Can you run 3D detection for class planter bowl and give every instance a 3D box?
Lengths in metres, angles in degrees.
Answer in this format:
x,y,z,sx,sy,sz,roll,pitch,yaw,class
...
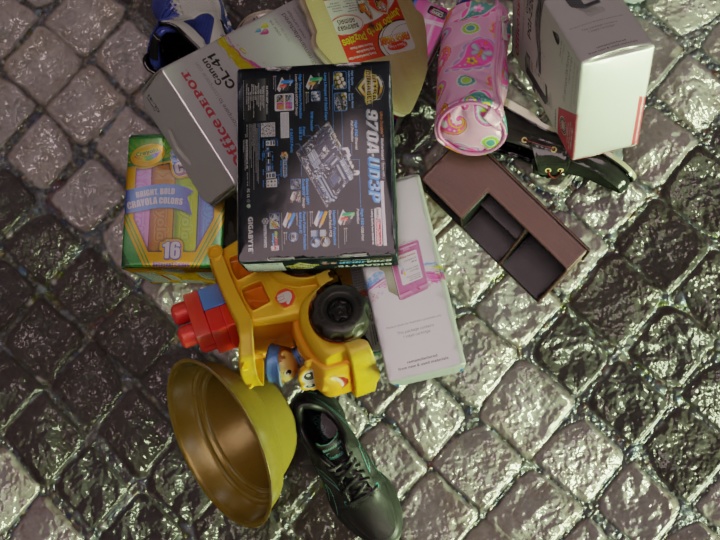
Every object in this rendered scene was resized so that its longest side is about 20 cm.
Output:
x,y,z,sx,sy,sz,roll,pitch,yaw,class
-0.130,0.178,1.066,0.083,0.200,0.202,-24,77,-36,planter bowl

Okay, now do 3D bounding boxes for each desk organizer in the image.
x,y,z,sx,sy,sz,roll,pitch,yaw,class
0.166,-0.061,1.103,0.077,0.072,0.200,-45,80,0,desk organizer

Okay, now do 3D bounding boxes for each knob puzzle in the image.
x,y,z,sx,sy,sz,roll,pitch,yaw,class
0.006,-0.269,1.085,0.030,0.218,0.223,-20,77,44,knob puzzle

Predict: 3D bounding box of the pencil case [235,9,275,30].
x,y,z,sx,sy,sz,roll,pitch,yaw,class
-0.102,-0.206,1.150,0.077,0.089,0.203,-5,80,-24,pencil case

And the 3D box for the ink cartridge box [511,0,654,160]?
x,y,z,sx,sy,sz,roll,pitch,yaw,class
0.238,-0.247,1.047,0.084,0.146,0.202,-14,52,-3,ink cartridge box

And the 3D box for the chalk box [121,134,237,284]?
x,y,z,sx,sy,sz,roll,pitch,yaw,class
-0.202,-0.091,1.118,0.122,0.124,0.203,0,80,5,chalk box

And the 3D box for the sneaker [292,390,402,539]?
x,y,z,sx,sy,sz,roll,pitch,yaw,class
-0.022,0.226,1.073,0.075,0.079,0.201,-34,81,-1,sneaker

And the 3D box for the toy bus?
x,y,z,sx,sy,sz,roll,pitch,yaw,class
-0.092,0.055,0.992,0.190,0.136,0.201,-22,63,-12,toy bus

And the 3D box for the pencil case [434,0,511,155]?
x,y,z,sx,sy,sz,roll,pitch,yaw,class
0.131,-0.225,1.083,0.086,0.088,0.202,5,51,6,pencil case

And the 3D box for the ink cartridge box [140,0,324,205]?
x,y,z,sx,sy,sz,roll,pitch,yaw,class
-0.114,-0.186,1.040,0.199,0.085,0.148,-37,97,-31,ink cartridge box

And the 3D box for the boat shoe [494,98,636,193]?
x,y,z,sx,sy,sz,roll,pitch,yaw,class
0.222,-0.136,1.109,0.200,0.074,0.064,28,84,14,boat shoe

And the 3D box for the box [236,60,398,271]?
x,y,z,sx,sy,sz,roll,pitch,yaw,class
-0.043,-0.104,0.944,0.157,0.046,0.203,-3,79,4,box

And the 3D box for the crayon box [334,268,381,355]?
x,y,z,sx,sy,sz,roll,pitch,yaw,class
0.000,0.000,1.119,0.124,0.052,0.203,-12,81,3,crayon box

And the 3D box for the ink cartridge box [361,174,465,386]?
x,y,z,sx,sy,sz,roll,pitch,yaw,class
0.049,0.015,1.013,0.084,0.145,0.203,-13,80,3,ink cartridge box

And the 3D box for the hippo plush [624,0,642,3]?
x,y,z,sx,sy,sz,roll,pitch,yaw,class
0.307,-0.405,1.128,0.198,0.159,0.163,4,101,-35,hippo plush

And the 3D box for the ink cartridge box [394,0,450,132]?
x,y,z,sx,sy,sz,roll,pitch,yaw,class
0.029,-0.246,1.165,0.094,0.037,0.202,26,87,8,ink cartridge box

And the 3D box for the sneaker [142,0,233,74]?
x,y,z,sx,sy,sz,roll,pitch,yaw,class
-0.210,-0.282,1.122,0.200,0.114,0.081,52,123,30,sneaker
